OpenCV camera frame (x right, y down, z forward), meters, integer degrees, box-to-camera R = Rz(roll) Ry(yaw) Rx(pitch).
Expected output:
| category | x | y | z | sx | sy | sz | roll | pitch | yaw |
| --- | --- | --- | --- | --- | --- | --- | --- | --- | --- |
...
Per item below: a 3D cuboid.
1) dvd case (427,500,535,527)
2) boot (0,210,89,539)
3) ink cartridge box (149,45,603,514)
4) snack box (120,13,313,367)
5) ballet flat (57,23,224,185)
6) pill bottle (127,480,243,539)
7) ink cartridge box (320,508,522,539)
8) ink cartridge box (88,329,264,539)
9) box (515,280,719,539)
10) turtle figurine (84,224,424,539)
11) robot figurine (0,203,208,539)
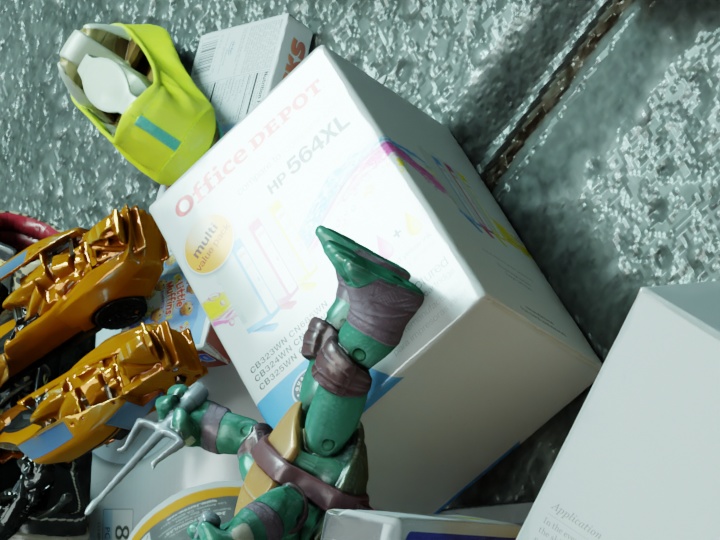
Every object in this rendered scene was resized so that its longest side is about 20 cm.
| category | x | y | z | sx | sy | sz | roll | pitch | yaw |
| --- | --- | --- | --- | --- | --- | --- | --- | --- | --- |
| dvd case | 0.054 | 0.217 | 1.325 | 0.150 | 0.025 | 0.202 | -10 | 76 | 38 |
| boot | -0.189 | 0.062 | 1.525 | 0.200 | 0.073 | 0.152 | -134 | 54 | -64 |
| ink cartridge box | 0.000 | 0.000 | 1.335 | 0.128 | 0.125 | 0.201 | -42 | 55 | 13 |
| snack box | -0.079 | -0.042 | 1.466 | 0.072 | 0.024 | 0.201 | -8 | 59 | 42 |
| ballet flat | -0.131 | -0.104 | 1.496 | 0.067 | 0.067 | 0.200 | -58 | 28 | 8 |
| pill bottle | -0.056 | 0.195 | 1.307 | 0.117 | 0.116 | 0.200 | -62 | 20 | 17 |
| ink cartridge box | 0.022 | 0.207 | 1.204 | 0.047 | 0.200 | 0.199 | 8 | 86 | 22 |
| ink cartridge box | -0.066 | 0.089 | 1.455 | 0.199 | 0.047 | 0.161 | -6 | 79 | 45 |
| box | 0.139 | 0.114 | 1.182 | 0.097 | 0.124 | 0.201 | 32 | 105 | 23 |
| turtle figurine | -0.040 | 0.083 | 1.200 | 0.201 | 0.100 | 0.150 | -62 | 26 | 4 |
| robot figurine | -0.177 | 0.054 | 1.432 | 0.199 | 0.058 | 0.146 | -32 | 59 | 23 |
